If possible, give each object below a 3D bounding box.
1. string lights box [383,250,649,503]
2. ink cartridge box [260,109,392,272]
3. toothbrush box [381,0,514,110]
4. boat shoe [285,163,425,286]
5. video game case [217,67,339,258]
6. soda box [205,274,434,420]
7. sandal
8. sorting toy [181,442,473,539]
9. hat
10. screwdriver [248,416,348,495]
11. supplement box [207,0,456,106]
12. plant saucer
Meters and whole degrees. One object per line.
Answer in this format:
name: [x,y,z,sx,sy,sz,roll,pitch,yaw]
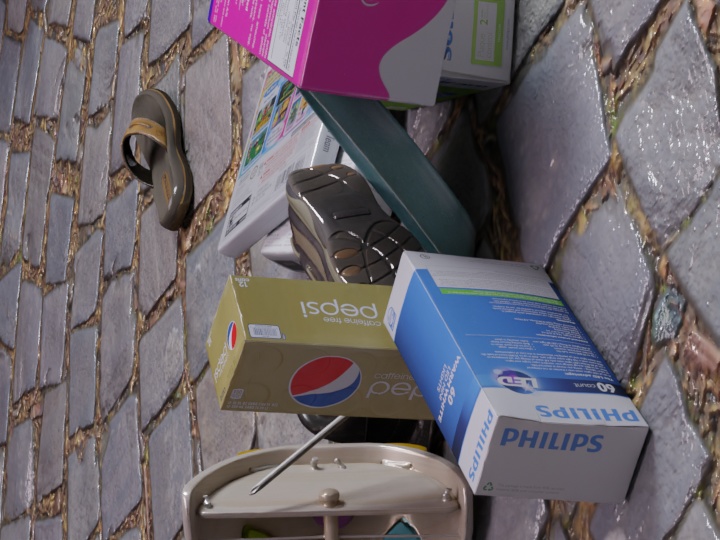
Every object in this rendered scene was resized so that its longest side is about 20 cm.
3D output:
string lights box: [0.093,0.063,1.515,0.200,0.102,0.059,-117,38,-56]
ink cartridge box: [-0.004,-0.097,1.934,0.201,0.057,0.162,-66,18,-9]
toothbrush box: [0.036,-0.200,1.759,0.200,0.086,0.146,172,102,-70]
boat shoe: [0.000,0.000,1.758,0.200,0.074,0.074,-117,26,-49]
video game case: [-0.052,-0.121,1.988,0.200,0.024,0.183,-36,36,60]
soda box: [0.002,0.054,1.623,0.064,0.199,0.068,-106,29,-44]
sandal: [-0.215,-0.116,2.468,0.200,0.054,0.082,-106,29,-44]
sorting toy: [-0.020,0.221,1.718,0.107,0.199,0.181,-86,-5,-75]
hat: [-0.007,0.082,1.816,0.201,0.081,0.202,-176,90,-71]
screwdriver: [-0.004,0.091,1.681,0.028,0.200,0.029,13,132,58]
supplement box: [-0.021,-0.187,1.648,0.200,0.101,0.104,-138,57,-61]
plant saucer: [0.023,-0.074,1.697,0.036,0.200,0.200,-39,27,-1]
